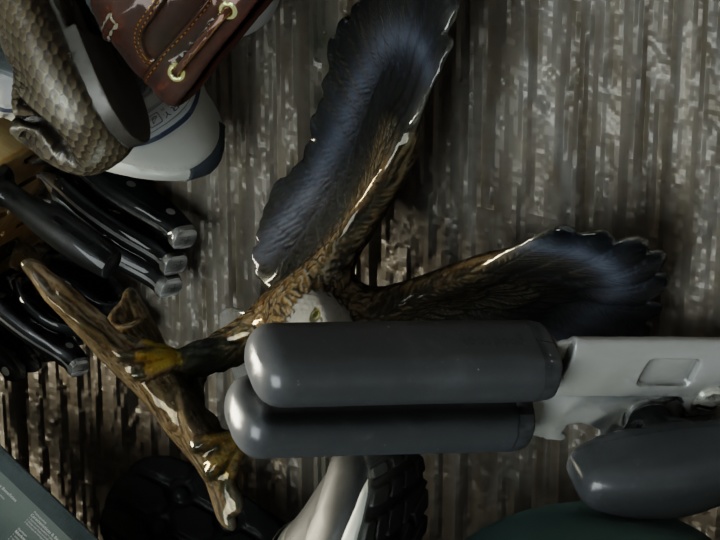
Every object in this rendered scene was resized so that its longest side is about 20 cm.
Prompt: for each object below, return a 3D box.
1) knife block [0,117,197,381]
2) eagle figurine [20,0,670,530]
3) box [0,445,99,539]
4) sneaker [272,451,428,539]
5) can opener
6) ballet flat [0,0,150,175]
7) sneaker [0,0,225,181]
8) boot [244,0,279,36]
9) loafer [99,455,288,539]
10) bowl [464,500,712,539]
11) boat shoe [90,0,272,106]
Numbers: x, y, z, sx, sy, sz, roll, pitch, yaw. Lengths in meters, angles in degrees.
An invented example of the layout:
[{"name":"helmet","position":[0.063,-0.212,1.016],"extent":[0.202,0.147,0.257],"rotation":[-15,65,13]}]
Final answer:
[{"name":"knife block","position":[-0.164,-0.050,1.195],"extent":[0.175,0.064,0.201],"rotation":[-14,101,37]},{"name":"eagle figurine","position":[0.002,0.003,1.085],"extent":[0.200,0.151,0.152],"rotation":[-39,130,5]},{"name":"box","position":[-0.158,0.104,1.204],"extent":[0.200,0.046,0.159],"rotation":[43,168,6]},{"name":"sneaker","position":[-0.042,0.139,1.074],"extent":[0.087,0.076,0.200],"rotation":[26,114,17]},{"name":"can opener","position":[0.054,0.054,1.019],"extent":[0.053,0.199,0.067],"rotation":[113,146,-40]},{"name":"ballet flat","position":[-0.136,-0.125,1.072],"extent":[0.046,0.067,0.200],"rotation":[-27,80,15]},{"name":"sneaker","position":[-0.137,-0.082,1.159],"extent":[0.200,0.073,0.071],"rotation":[28,158,37]},{"name":"boot","position":[-0.101,-0.171,1.076],"extent":[0.073,0.096,0.201],"rotation":[-15,101,38]},{"name":"loafer","position":[-0.020,0.147,1.192],"extent":[0.200,0.068,0.070],"rotation":[33,161,11]},{"name":"bowl","position":[0.085,0.165,1.067],"extent":[0.200,0.105,0.201],"rotation":[0,119,0]},{"name":"boat shoe","position":[-0.012,-0.138,1.025],"extent":[0.200,0.070,0.070],"rotation":[-38,83,20]}]
